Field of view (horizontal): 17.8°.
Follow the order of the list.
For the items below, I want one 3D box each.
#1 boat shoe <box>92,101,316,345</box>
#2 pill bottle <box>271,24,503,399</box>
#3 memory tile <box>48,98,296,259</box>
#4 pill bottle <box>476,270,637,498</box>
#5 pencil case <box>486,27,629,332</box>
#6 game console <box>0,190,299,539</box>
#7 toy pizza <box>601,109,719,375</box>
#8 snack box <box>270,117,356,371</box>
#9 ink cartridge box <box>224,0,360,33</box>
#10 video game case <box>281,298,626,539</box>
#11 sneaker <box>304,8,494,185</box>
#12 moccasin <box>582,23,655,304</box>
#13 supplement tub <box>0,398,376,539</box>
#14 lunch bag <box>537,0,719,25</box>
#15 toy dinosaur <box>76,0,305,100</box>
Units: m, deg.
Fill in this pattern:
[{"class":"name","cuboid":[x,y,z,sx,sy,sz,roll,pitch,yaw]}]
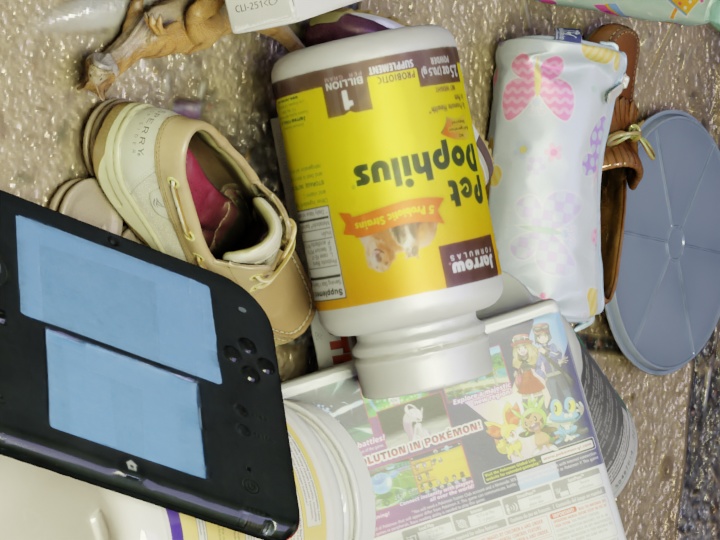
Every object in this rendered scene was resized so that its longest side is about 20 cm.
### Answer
[{"class":"boat shoe","cuboid":[-0.074,-0.018,1.293,0.200,0.066,0.074,48,57,-45]},{"class":"pill bottle","cuboid":[0.019,-0.033,1.312,0.109,0.109,0.201,-14,93,-51]},{"class":"memory tile","cuboid":[-0.114,0.007,1.313,0.200,0.017,0.154,41,63,-48]},{"class":"pill bottle","cuboid":[0.103,0.083,1.506,0.200,0.113,0.114,50,55,-55]},{"class":"pencil case","cuboid":[0.128,-0.062,1.564,0.090,0.083,0.201,6,91,-10]},{"class":"game console","cuboid":[-0.124,0.044,1.166,0.199,0.031,0.177,21,32,-27]},{"class":"toy pizza","cuboid":[0.226,-0.021,1.745,0.200,0.032,0.202,-8,99,-53]},{"class":"snack box","cuboid":[0.000,0.000,1.393,0.024,0.071,0.201,-46,126,-78]},{"class":"ink cartridge box","cuboid":[-0.037,-0.235,1.311,0.200,0.044,0.177,-34,114,-68]},{"class":"video game case","cuboid":[0.048,0.132,1.374,0.199,0.023,0.183,-17,93,-6]},{"class":"sneaker","cuboid":[0.021,-0.079,1.432,0.200,0.075,0.090,48,52,-43]},{"class":"moccasin","cuboid":[0.171,-0.075,1.627,0.074,0.077,0.203,28,72,-49]},{"class":"supplement tub","cuboid":[-0.100,0.139,1.239,0.199,0.145,0.146,-4,97,-51]},{"class":"lunch bag","cuboid":[0.232,-0.241,1.611,0.200,0.170,0.123,-20,117,-50]},{"class":"toy dinosaur","cuboid":[-0.090,-0.146,1.307,0.199,0.060,0.107,-17,130,-44]}]
